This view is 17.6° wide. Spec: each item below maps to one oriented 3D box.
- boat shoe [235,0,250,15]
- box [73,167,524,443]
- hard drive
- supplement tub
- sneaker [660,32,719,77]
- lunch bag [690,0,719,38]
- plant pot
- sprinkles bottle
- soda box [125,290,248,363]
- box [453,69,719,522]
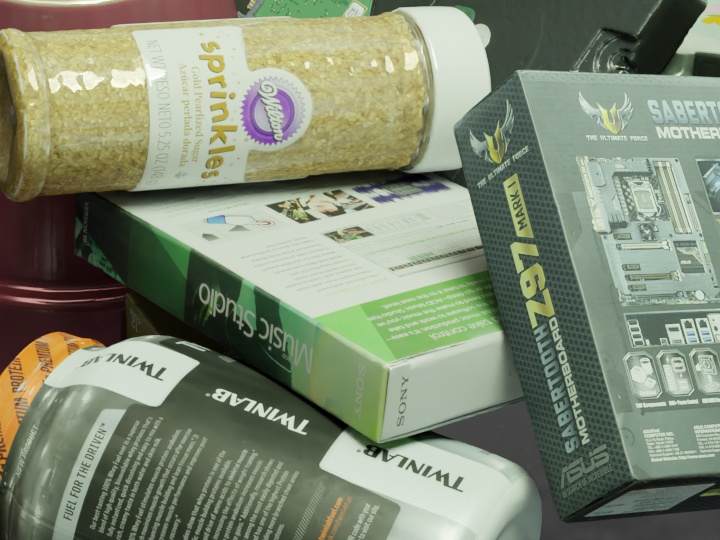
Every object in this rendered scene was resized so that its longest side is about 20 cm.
[{"bbox_3d":[-0.014,-0.096,1.135,0.063,0.074,0.202,-48,46,9],"label":"boat shoe"},{"bbox_3d":[0.000,0.000,0.913,0.144,0.037,0.200,-14,28,-37],"label":"box"},{"bbox_3d":[0.041,-0.110,1.029,0.200,0.140,0.038,39,7,38],"label":"hard drive"},{"bbox_3d":[-0.043,0.099,0.865,0.199,0.123,0.123,20,42,18],"label":"supplement tub"},{"bbox_3d":[0.125,-0.077,1.046,0.199,0.075,0.088,20,18,37],"label":"sneaker"},{"bbox_3d":[0.144,-0.115,1.175,0.159,0.077,0.200,-13,42,-20],"label":"lunch bag"},{"bbox_3d":[-0.127,-0.077,1.030,0.198,0.180,0.201,2,38,-2],"label":"plant pot"},{"bbox_3d":[-0.049,-0.068,0.931,0.199,0.069,0.068,-6,39,-23],"label":"sprinkles bottle"},{"bbox_3d":[0.001,0.022,1.008,0.199,0.064,0.068,-18,42,-25],"label":"soda box"},{"bbox_3d":[0.143,0.006,0.866,0.199,0.051,0.159,-2,68,-34],"label":"box"}]
